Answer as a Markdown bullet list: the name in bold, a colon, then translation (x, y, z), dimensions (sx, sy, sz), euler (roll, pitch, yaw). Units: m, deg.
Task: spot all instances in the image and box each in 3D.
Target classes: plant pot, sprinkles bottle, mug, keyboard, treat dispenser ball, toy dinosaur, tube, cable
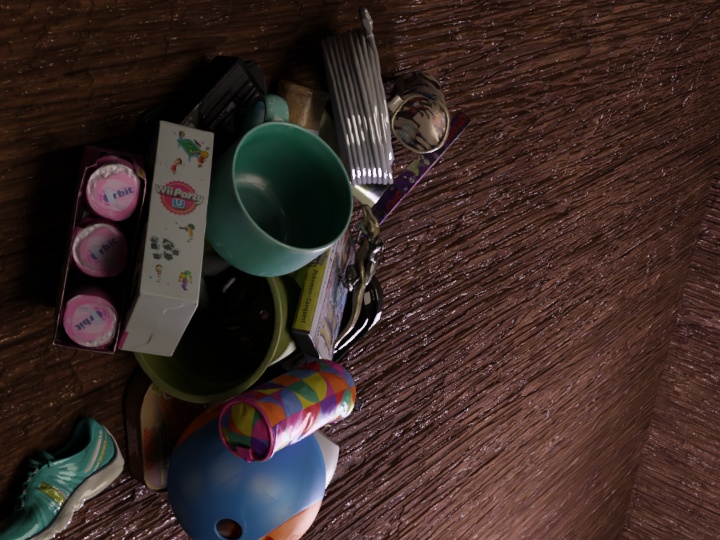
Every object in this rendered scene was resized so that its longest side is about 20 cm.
- **plant pot**: translation (-0.153, 0.056, 1.387), dimensions (0.200, 0.200, 0.190), euler (-70, 162, 5)
- **sprinkles bottle**: translation (-0.097, -0.139, 1.433), dimensions (0.068, 0.068, 0.200), euler (0, 109, -57)
- **mug**: translation (-0.096, -0.083, 1.244), dimensions (0.152, 0.114, 0.185), euler (36, 52, -17)
- **keyboard**: translation (-0.180, -0.162, 1.338), dimensions (0.200, 0.021, 0.127), euler (-35, 131, -40)
- **treat dispenser ball**: translation (-0.144, 0.263, 1.426), dimensions (0.201, 0.201, 0.201), euler (-36, 137, -41)
- **toy dinosaur**: translation (0.000, 0.000, 1.469), dimensions (0.088, 0.047, 0.200), euler (95, 11, -72)
- **tube**: translation (-0.020, -0.150, 1.572), dimensions (0.052, 0.058, 0.200), euler (-30, 149, 14)
- **cable**: translation (-0.002, -0.206, 1.438), dimensions (0.200, 0.069, 0.200), euler (78, 3, -60)

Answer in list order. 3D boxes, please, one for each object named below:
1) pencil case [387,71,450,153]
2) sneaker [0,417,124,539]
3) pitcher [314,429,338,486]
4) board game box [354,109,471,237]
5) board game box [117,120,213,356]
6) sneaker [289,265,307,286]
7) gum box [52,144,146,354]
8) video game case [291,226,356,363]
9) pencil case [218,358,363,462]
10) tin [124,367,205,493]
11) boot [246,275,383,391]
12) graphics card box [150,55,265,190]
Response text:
- **pencil case**: translation (0.078, -0.224, 1.554), dimensions (0.078, 0.090, 0.200), euler (-34, -165, 12)
- **sneaker**: translation (-0.363, 0.249, 1.292), dimensions (0.200, 0.077, 0.080), euler (-46, 124, -39)
- **pitcher**: translation (-0.120, 0.318, 1.670), dimensions (0.200, 0.121, 0.172), euler (-52, 168, -5)
- **board game box**: translation (0.076, -0.137, 1.586), dimensions (0.200, 0.032, 0.120), euler (-49, -175, -39)
- **board game box**: translation (-0.206, -0.031, 1.185), dimensions (0.148, 0.064, 0.200), euler (129, -32, -56)
- **sneaker**: translation (-0.055, -0.051, 1.568), dimensions (0.105, 0.076, 0.200), euler (-25, 138, -64)
- **gum box**: translation (-0.272, -0.030, 1.175), dimensions (0.066, 0.114, 0.200), euler (9, 105, -17)
- **video game case**: translation (-0.042, 0.024, 1.441), dimensions (0.200, 0.025, 0.181), euler (74, 27, -69)
- **pencil case**: translation (-0.081, 0.167, 1.340), dimensions (0.200, 0.088, 0.089), euler (-15, 122, -57)
- **tin**: translation (-0.251, 0.194, 1.443), dimensions (0.112, 0.042, 0.200), euler (-35, 138, -48)
- **boot**: translation (-0.065, 0.095, 1.572), dimensions (0.158, 0.079, 0.211), euler (-22, 152, -51)
- **graphics card box**: translation (-0.140, -0.135, 1.313), dimensions (0.126, 0.051, 0.200), euler (-53, 132, -20)
